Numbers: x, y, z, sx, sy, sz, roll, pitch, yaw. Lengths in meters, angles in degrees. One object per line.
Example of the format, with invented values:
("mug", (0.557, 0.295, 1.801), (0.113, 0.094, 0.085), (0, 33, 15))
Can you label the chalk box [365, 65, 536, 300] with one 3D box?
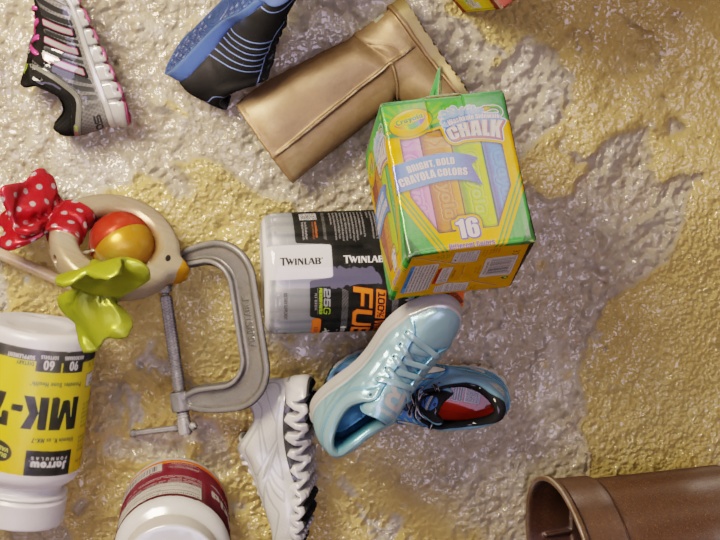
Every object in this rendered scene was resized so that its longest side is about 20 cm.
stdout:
("chalk box", (0.076, -0.090, 1.368), (0.123, 0.124, 0.201), (-7, 70, -9))

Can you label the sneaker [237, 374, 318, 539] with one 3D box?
("sneaker", (-0.086, 0.206, 1.513), (0.081, 0.075, 0.201), (2, 96, 8))

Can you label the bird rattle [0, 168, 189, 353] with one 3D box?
("bird rattle", (-0.262, -0.020, 1.430), (0.163, 0.200, 0.113), (-13, 136, -35))

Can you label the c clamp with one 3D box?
("c clamp", (-0.172, 0.071, 1.473), (0.170, 0.027, 0.201), (-3, 91, 25))

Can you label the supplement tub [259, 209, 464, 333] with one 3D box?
("supplement tub", (0.000, 0.000, 1.458), (0.199, 0.123, 0.123), (-3, 99, -5))

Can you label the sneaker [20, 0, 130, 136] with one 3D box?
("sneaker", (-0.301, -0.218, 1.417), (0.087, 0.074, 0.200), (-26, 105, -8))

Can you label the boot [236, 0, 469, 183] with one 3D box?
("boot", (0.004, -0.154, 1.469), (0.200, 0.066, 0.175), (-35, 92, 1))

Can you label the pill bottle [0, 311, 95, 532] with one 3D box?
("pill bottle", (-0.332, 0.150, 1.451), (0.114, 0.114, 0.201), (8, 98, -7))

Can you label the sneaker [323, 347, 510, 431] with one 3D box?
("sneaker", (0.060, 0.125, 1.499), (0.199, 0.090, 0.079), (3, 98, -3))

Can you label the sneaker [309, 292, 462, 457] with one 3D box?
("sneaker", (0.033, 0.111, 1.417), (0.074, 0.082, 0.200), (30, 114, -30))

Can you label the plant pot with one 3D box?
("plant pot", (0.298, 0.295, 1.509), (0.197, 0.200, 0.201), (-9, 100, -12))

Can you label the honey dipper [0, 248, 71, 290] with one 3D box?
("honey dipper", (-0.354, -0.013, 1.462), (0.199, 0.038, 0.038), (25, 95, -11))

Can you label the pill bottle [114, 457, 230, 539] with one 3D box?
("pill bottle", (-0.185, 0.265, 1.439), (0.114, 0.200, 0.115), (-1, 99, -6))

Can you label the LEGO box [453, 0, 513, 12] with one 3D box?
("LEGO box", (0.148, -0.324, 1.385), (0.149, 0.200, 0.077), (-41, 101, 1))

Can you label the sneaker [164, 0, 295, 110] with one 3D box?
("sneaker", (-0.104, -0.228, 1.404), (0.078, 0.070, 0.200), (34, 136, -25))
